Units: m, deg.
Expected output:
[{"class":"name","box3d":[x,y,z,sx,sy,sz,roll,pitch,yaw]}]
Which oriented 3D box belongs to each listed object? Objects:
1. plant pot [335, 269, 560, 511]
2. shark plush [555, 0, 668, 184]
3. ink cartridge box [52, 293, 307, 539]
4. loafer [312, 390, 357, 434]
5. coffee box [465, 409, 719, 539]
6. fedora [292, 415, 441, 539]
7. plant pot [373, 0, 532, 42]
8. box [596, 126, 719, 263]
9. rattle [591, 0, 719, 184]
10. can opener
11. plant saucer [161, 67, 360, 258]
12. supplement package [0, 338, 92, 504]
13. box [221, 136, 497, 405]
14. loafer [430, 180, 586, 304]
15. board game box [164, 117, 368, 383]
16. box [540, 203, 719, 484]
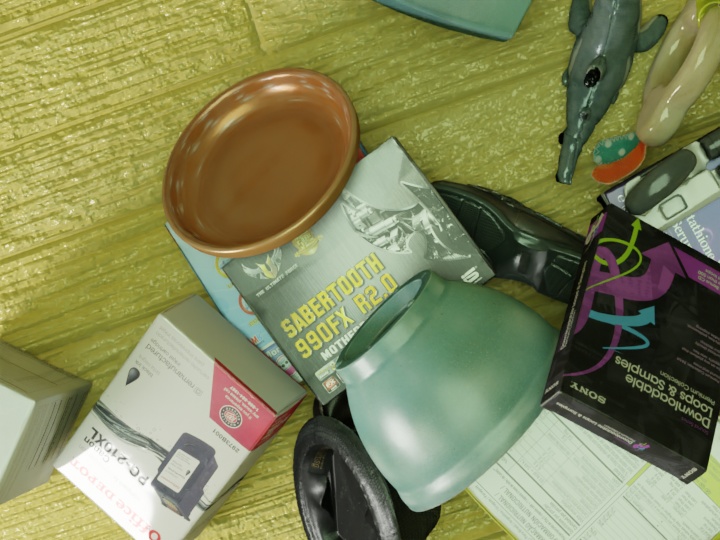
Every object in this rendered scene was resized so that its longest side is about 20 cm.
[{"class":"plant pot","box3d":[0.064,0.085,1.516,0.134,0.200,0.200,44,95,-9]},{"class":"shark plush","box3d":[0.206,-0.182,1.633,0.091,0.083,0.201,30,94,4]},{"class":"ink cartridge box","box3d":[-0.169,0.147,1.652,0.145,0.084,0.200,40,113,7]},{"class":"loafer","box3d":[0.045,0.101,1.664,0.199,0.071,0.073,-24,89,6]},{"class":"coffee box","box3d":[0.219,0.171,1.583,0.200,0.200,0.198,44,94,2]},{"class":"fedora","box3d":[0.017,0.216,1.644,0.091,0.200,0.201,-21,89,-27]},{"class":"plant pot","box3d":[0.069,-0.294,1.624,0.199,0.141,0.142,28,94,-3]},{"class":"box","box3d":[0.336,-0.054,1.613,0.199,0.104,0.148,-30,87,6]},{"class":"rattle","box3d":[0.314,-0.145,1.619,0.142,0.130,0.201,22,93,-26]},{"class":"can opener","box3d":[0.317,-0.099,1.529,0.199,0.067,0.053,-32,87,6]},{"class":"plant saucer","box3d":[-0.087,-0.094,1.619,0.199,0.037,0.201,-15,53,21]},{"class":"supplement package","box3d":[-0.339,0.137,1.641,0.113,0.200,0.110,25,93,6]},{"class":"box","box3d":[0.000,0.000,1.622,0.200,0.048,0.159,-36,88,5]},{"class":"loafer","box3d":[0.145,-0.030,1.665,0.199,0.063,0.072,28,124,11]},{"class":"board game box","box3d":[-0.048,-0.015,1.679,0.200,0.056,0.196,-32,88,6]},{"class":"box","box3d":[0.236,0.057,1.463,0.143,0.036,0.201,27,56,-11]}]
